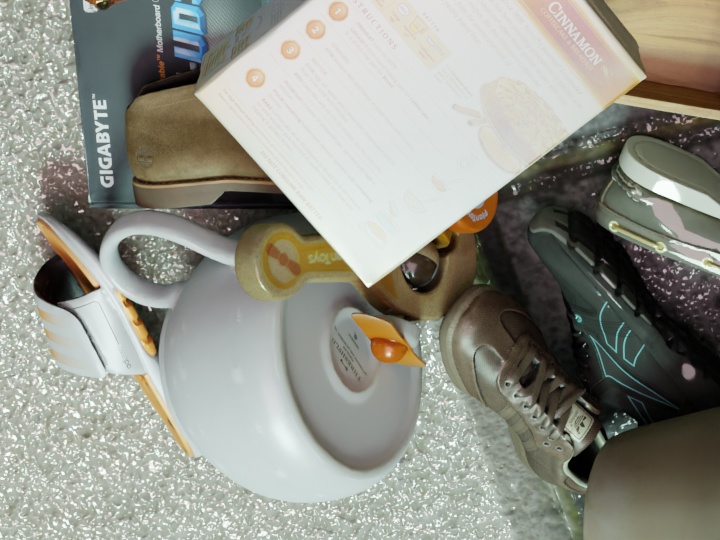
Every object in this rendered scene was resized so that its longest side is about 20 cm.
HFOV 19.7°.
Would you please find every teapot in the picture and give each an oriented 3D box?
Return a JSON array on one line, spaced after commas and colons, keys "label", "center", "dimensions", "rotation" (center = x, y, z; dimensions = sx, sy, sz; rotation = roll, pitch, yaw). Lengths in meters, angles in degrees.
[{"label": "teapot", "center": [-0.064, 0.058, 1.340], "dimensions": [0.145, 0.197, 0.201], "rotation": [-9, 87, 33]}]

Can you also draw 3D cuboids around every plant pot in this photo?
[{"label": "plant pot", "center": [0.243, 0.163, 1.324], "dimensions": [0.173, 0.200, 0.201], "rotation": [0, 121, 30]}]

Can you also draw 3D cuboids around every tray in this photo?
[{"label": "tray", "center": [0.133, -0.153, 1.203], "dimensions": [0.199, 0.037, 0.099], "rotation": [9, 118, -6]}]

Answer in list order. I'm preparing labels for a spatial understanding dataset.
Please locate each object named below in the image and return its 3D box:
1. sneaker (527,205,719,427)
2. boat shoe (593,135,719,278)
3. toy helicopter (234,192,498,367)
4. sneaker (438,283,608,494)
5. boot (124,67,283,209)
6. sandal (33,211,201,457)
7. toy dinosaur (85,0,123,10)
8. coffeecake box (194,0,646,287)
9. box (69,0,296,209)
[{"label": "sneaker", "center": [0.167, 0.044, 1.366], "dimensions": [0.079, 0.076, 0.200], "rotation": [-35, 110, 22]}, {"label": "boat shoe", "center": [0.247, -0.016, 1.332], "dimensions": [0.201, 0.072, 0.060], "rotation": [27, 119, -3]}, {"label": "toy helicopter", "center": [0.000, 0.000, 1.276], "dimensions": [0.079, 0.199, 0.133], "rotation": [2, 95, 44]}, {"label": "sneaker", "center": [0.122, 0.079, 1.357], "dimensions": [0.071, 0.075, 0.200], "rotation": [-55, 138, -15]}, {"label": "boot", "center": [-0.049, -0.089, 1.264], "dimensions": [0.199, 0.074, 0.076], "rotation": [-7, 108, 8]}, {"label": "sandal", "center": [-0.171, 0.057, 1.386], "dimensions": [0.059, 0.079, 0.207], "rotation": [-35, 116, -14]}, {"label": "toy dinosaur", "center": [-0.115, -0.244, 1.213], "dimensions": [0.181, 0.201, 0.105], "rotation": [-29, 154, 18]}, {"label": "coffeecake box", "center": [0.033, -0.115, 1.157], "dimensions": [0.200, 0.073, 0.154], "rotation": [-37, 109, 16]}, {"label": "box", "center": [-0.099, -0.137, 1.302], "dimensions": [0.158, 0.046, 0.201], "rotation": [1, 118, 3]}]
